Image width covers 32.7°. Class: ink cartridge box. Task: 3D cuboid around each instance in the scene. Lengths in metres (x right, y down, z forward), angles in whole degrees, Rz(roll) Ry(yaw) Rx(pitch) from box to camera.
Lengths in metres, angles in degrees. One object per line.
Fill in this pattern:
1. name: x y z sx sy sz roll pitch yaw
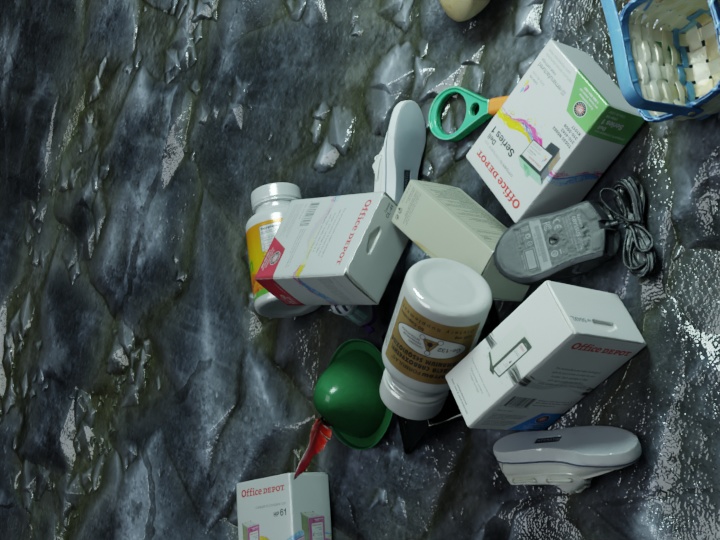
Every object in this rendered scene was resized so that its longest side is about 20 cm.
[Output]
1. ink cartridge box: -0.039 -0.029 1.779 0.200 0.086 0.148 0 56 45
2. ink cartridge box: 0.227 0.110 1.514 0.200 0.146 0.084 -47 51 32
3. ink cartridge box: 0.248 -0.171 1.590 0.200 0.084 0.145 -54 47 28
4. ink cartridge box: -0.117 0.418 1.896 0.144 0.085 0.200 -21 66 45

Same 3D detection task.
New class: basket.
1. basket: 0.352 -0.251 1.396 0.139 0.200 0.177 -24 65 44

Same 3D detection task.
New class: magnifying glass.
1. magnifying glass: 0.170 -0.229 1.739 0.200 0.022 0.080 -1 82 48

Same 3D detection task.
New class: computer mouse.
1. computer mouse: 0.268 -0.029 1.541 0.200 0.053 0.139 -14 65 18

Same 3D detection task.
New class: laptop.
1. laptop: 0.120 0.137 1.736 0.200 0.116 0.188 -18 67 15

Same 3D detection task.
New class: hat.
1. hat: -0.063 0.186 1.793 0.200 0.176 0.166 23 106 52

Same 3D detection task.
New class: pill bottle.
1. pill bottle: 0.089 0.093 1.584 0.114 0.114 0.200 55 141 39
2. pill bottle: -0.125 -0.034 1.970 0.111 0.111 0.200 -28 63 43

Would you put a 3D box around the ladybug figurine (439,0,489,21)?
1. ladybug figurine: 0.151 -0.454 1.730 0.136 0.072 0.200 -139 40 -57

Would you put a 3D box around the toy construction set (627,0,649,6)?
1. toy construction set: 0.362 -0.410 1.466 0.092 0.131 0.200 11 94 49

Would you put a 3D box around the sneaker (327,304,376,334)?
1. sneaker: 0.000 0.000 1.861 0.074 0.088 0.200 -18 44 34

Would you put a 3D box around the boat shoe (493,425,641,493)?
1. boat shoe: 0.260 0.240 1.520 0.200 0.071 0.070 -10 109 36

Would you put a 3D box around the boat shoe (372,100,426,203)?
1. boat shoe: 0.047 -0.153 1.825 0.065 0.074 0.200 4 85 45

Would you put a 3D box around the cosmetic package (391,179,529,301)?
1. cosmetic package: 0.143 -0.042 1.673 0.200 0.105 0.071 47 120 44
